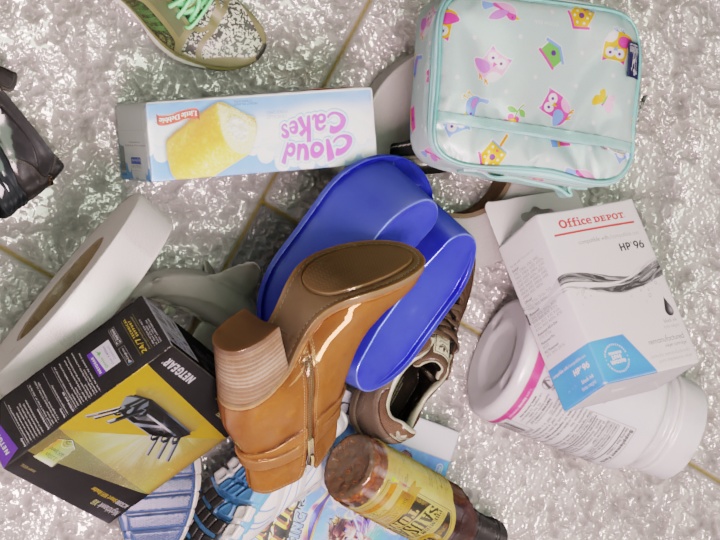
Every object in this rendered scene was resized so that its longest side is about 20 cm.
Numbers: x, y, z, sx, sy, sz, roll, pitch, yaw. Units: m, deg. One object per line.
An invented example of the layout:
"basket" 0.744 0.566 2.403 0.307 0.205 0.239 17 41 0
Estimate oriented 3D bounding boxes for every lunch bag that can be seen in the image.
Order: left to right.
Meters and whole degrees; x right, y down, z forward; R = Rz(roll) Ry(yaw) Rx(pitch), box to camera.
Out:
"lunch bag" 0.143 -0.147 1.674 0.198 0.077 0.162 6 83 -16

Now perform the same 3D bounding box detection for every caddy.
"caddy" 0.000 0.000 1.667 0.201 0.105 0.141 -53 136 -2

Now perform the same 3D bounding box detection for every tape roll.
"tape roll" -0.228 0.027 1.590 0.037 0.203 0.203 40 80 -13
"tape roll" 0.085 -0.101 1.791 0.201 0.037 0.205 -1 92 -20

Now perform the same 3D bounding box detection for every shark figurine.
"shark figurine" -0.128 0.020 1.647 0.214 0.089 0.129 18 49 -49

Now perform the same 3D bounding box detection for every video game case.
"video game case" -0.028 0.206 1.761 0.180 0.045 0.202 21 86 -18

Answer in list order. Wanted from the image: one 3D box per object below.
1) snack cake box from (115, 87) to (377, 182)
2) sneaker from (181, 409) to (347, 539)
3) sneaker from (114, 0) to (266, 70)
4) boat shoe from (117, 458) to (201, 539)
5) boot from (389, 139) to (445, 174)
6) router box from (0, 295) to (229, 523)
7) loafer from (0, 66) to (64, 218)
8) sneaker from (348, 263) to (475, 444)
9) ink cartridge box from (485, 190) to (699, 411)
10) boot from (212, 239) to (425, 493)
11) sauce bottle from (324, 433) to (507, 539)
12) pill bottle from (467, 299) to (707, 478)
"snack cake box" -0.098 -0.116 1.684 0.198 0.115 0.068 -6 95 -19
"sneaker" -0.078 0.187 1.687 0.201 0.075 0.086 -53 134 2
"sneaker" -0.161 -0.234 1.669 0.199 0.089 0.077 32 82 -18
"boat shoe" -0.176 0.142 1.689 0.072 0.072 0.202 3 86 -17
"boot" 0.104 -0.172 1.742 0.202 0.073 0.155 -15 93 -19
"router box" -0.183 0.112 1.544 0.157 0.200 0.052 -36 65 3
"loafer" -0.315 -0.146 1.634 0.072 0.073 0.201 -33 112 -24
"sneaker" 0.063 0.061 1.726 0.070 0.075 0.201 31 78 -33
"ink cartridge box" 0.200 0.010 1.737 0.115 0.068 0.201 -10 71 -35
"boot" -0.025 0.077 1.564 0.199 0.076 0.156 -35 134 -29
"sauce bottle" 0.054 0.203 1.722 0.199 0.066 0.066 30 82 -38
"pill bottle" 0.207 0.112 1.804 0.199 0.113 0.114 23 85 -20
